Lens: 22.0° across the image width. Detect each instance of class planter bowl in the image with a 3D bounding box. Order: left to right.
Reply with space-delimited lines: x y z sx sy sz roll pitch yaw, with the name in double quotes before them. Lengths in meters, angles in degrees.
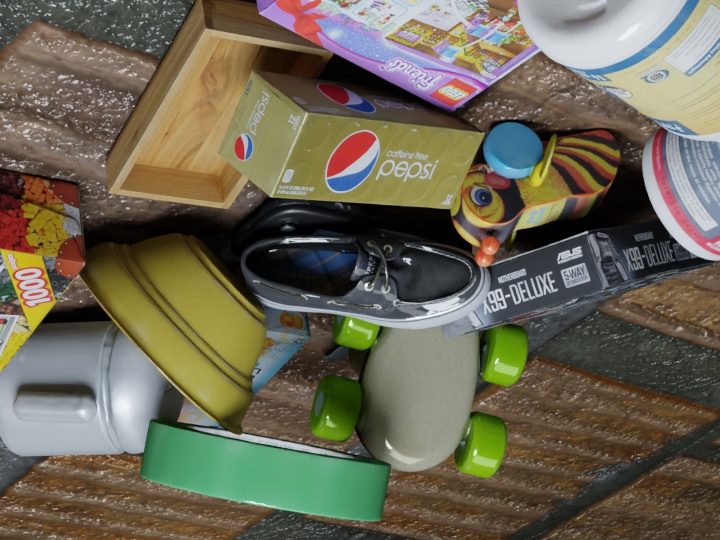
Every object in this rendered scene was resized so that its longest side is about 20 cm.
"planter bowl" -0.134 0.031 1.482 0.083 0.200 0.200 -42 145 1

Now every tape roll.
"tape roll" -0.077 0.161 1.495 0.200 0.048 0.200 11 177 1

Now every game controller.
"game controller" -0.007 -0.020 1.536 0.200 0.042 0.104 13 142 -32

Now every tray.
"tray" -0.106 -0.119 1.348 0.098 0.037 0.200 7 144 -26

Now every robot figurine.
"robot figurine" -0.236 0.101 1.576 0.199 0.113 0.170 -2 -167 10

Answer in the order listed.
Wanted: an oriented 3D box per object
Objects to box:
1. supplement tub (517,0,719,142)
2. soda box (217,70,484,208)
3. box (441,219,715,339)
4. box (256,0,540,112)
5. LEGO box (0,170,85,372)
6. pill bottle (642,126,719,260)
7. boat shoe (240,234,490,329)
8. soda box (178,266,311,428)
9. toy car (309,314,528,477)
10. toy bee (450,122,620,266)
"supplement tub" 0.218 -0.173 1.244 0.145 0.145 0.200 -33 140 33
"soda box" -0.003 -0.092 1.326 0.200 0.064 0.068 1 120 -50
"box" 0.178 0.003 1.524 0.157 0.050 0.200 -19 175 37
"box" 0.044 -0.189 1.272 0.137 0.039 0.200 -33 143 32
"LEGO box" -0.323 0.003 1.444 0.149 0.077 0.200 9 144 -30
"pill bottle" 0.326 -0.098 1.411 0.119 0.120 0.200 16 147 -37
"boat shoe" 0.000 0.000 1.450 0.199 0.070 0.066 6 164 14
"soda box" -0.121 0.076 1.639 0.068 0.064 0.200 10 145 -30
"toy car" 0.033 0.094 1.650 0.164 0.158 0.200 15 176 -13
"toy bee" 0.113 -0.052 1.455 0.199 0.109 0.131 -13 151 4
